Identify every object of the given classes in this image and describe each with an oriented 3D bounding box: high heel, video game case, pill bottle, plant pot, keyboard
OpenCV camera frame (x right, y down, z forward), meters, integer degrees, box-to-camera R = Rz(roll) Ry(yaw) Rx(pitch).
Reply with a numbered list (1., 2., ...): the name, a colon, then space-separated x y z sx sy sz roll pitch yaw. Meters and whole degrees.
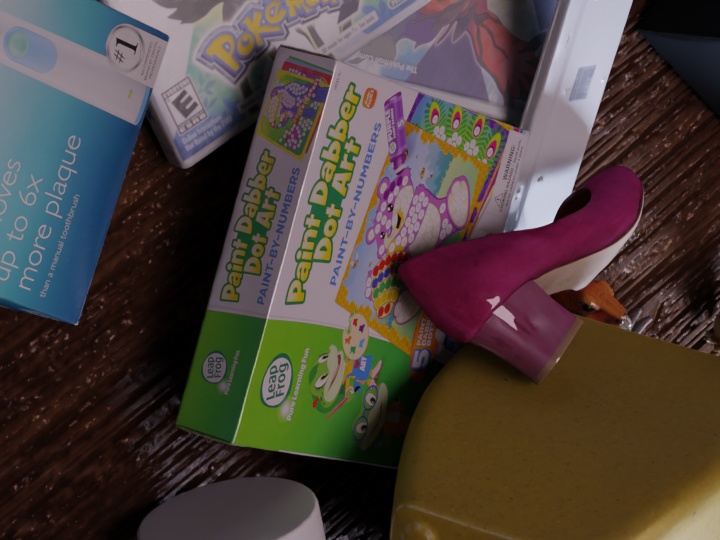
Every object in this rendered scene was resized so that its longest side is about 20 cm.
1. high heel: 0.092 -0.023 1.475 0.096 0.067 0.200 36 33 -2
2. video game case: 0.047 -0.182 1.483 0.199 0.023 0.183 10 91 -44
3. pill bottle: -0.050 0.216 1.401 0.116 0.116 0.201 -25 114 -37
4. plant pot: 0.107 0.156 1.429 0.200 0.193 0.196 -30 131 -55
5. video game case: -0.050 -0.179 1.364 0.200 0.022 0.183 -35 120 -19
6. keyboard: 0.117 -0.104 1.514 0.056 0.011 0.201 -16 134 -40

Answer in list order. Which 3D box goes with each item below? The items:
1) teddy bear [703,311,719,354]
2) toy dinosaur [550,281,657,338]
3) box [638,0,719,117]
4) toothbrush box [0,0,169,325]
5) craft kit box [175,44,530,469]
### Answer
1. teddy bear: 0.308 0.011 1.682 0.200 0.145 0.067 -23 85 -37
2. toy dinosaur: 0.132 0.103 1.564 0.200 0.105 0.182 -41 108 -20
3. box: 0.275 -0.148 1.667 0.200 0.079 0.142 40 68 -40
4. toothbrush box: -0.202 -0.076 1.226 0.200 0.085 0.147 24 81 -42
5. craft kit box: 0.000 0.000 1.425 0.197 0.048 0.201 13 92 -53
